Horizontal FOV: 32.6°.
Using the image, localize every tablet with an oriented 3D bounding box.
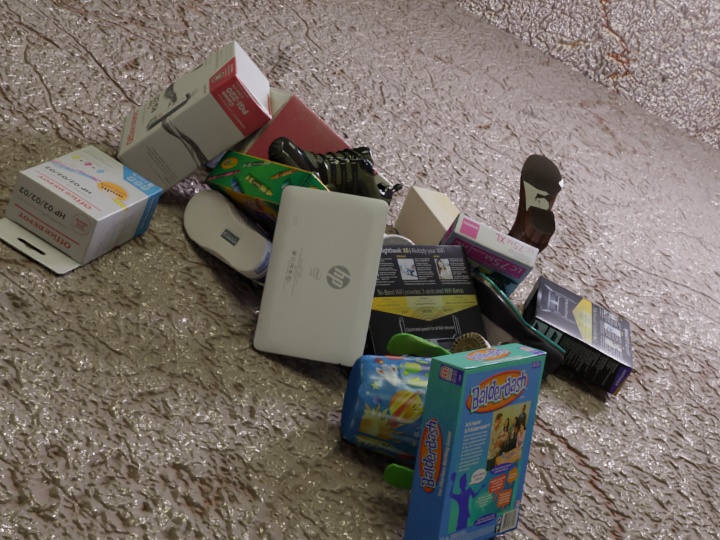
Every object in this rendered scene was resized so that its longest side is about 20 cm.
[{"bbox_3d":[-0.046,0.006,1.444,0.130,0.201,0.014,9,-8,6],"label":"tablet"}]

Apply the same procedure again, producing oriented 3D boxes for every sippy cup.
[{"bbox_3d":[0.050,0.151,1.357,0.130,0.140,0.178,11,7,-8],"label":"sippy cup"}]

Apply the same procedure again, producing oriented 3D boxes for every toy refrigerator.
[{"bbox_3d":[0.124,-0.047,1.848,0.070,0.076,0.200,13,23,-24],"label":"toy refrigerator"}]

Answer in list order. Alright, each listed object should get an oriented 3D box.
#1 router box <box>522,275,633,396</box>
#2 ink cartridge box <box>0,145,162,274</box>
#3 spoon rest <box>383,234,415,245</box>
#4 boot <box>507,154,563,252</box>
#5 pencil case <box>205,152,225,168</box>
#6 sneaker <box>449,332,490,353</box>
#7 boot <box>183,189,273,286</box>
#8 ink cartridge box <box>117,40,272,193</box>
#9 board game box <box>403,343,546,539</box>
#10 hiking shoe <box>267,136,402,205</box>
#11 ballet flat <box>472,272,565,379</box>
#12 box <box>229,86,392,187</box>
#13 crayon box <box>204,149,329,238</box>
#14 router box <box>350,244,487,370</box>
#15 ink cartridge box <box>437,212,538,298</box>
[{"bbox_3d":[0.316,0.091,1.803,0.157,0.052,0.200,28,20,2],"label":"router box"},{"bbox_3d":[-0.338,-0.076,1.469,0.115,0.068,0.200,31,25,8],"label":"ink cartridge box"},{"bbox_3d":[0.000,0.000,1.634,0.200,0.100,0.061,2,-3,-26],"label":"spoon rest"},{"bbox_3d":[0.223,-0.049,1.802,0.064,0.200,0.187,21,44,-6],"label":"boot"},{"bbox_3d":[-0.142,-0.180,1.852,0.200,0.083,0.091,6,26,-40],"label":"pencil case"},{"bbox_3d":[0.164,0.181,1.467,0.112,0.071,0.200,44,32,-48],"label":"sneaker"},{"bbox_3d":[-0.152,-0.030,1.589,0.090,0.073,0.200,40,2,-45],"label":"boot"},{"bbox_3d":[-0.225,-0.205,1.665,0.085,0.200,0.146,50,13,-26],"label":"ink cartridge box"},{"bbox_3d":[0.119,0.182,1.268,0.045,0.201,0.152,17,13,39],"label":"board game box"},{"bbox_3d":[-0.035,-0.131,1.628,0.200,0.101,0.076,37,-12,-33],"label":"hiking shoe"},{"bbox_3d":[0.199,0.084,1.644,0.200,0.073,0.073,42,14,-33],"label":"ballet flat"},{"bbox_3d":[-0.075,-0.148,1.710,0.200,0.109,0.128,41,-4,-25],"label":"box"},{"bbox_3d":[-0.100,-0.084,1.584,0.200,0.058,0.119,20,-21,51],"label":"crayon box"},{"bbox_3d":[0.063,0.050,1.530,0.200,0.052,0.158,0,72,-41],"label":"router box"},{"bbox_3d":[0.149,0.008,1.688,0.119,0.200,0.042,24,58,-5],"label":"ink cartridge box"}]
